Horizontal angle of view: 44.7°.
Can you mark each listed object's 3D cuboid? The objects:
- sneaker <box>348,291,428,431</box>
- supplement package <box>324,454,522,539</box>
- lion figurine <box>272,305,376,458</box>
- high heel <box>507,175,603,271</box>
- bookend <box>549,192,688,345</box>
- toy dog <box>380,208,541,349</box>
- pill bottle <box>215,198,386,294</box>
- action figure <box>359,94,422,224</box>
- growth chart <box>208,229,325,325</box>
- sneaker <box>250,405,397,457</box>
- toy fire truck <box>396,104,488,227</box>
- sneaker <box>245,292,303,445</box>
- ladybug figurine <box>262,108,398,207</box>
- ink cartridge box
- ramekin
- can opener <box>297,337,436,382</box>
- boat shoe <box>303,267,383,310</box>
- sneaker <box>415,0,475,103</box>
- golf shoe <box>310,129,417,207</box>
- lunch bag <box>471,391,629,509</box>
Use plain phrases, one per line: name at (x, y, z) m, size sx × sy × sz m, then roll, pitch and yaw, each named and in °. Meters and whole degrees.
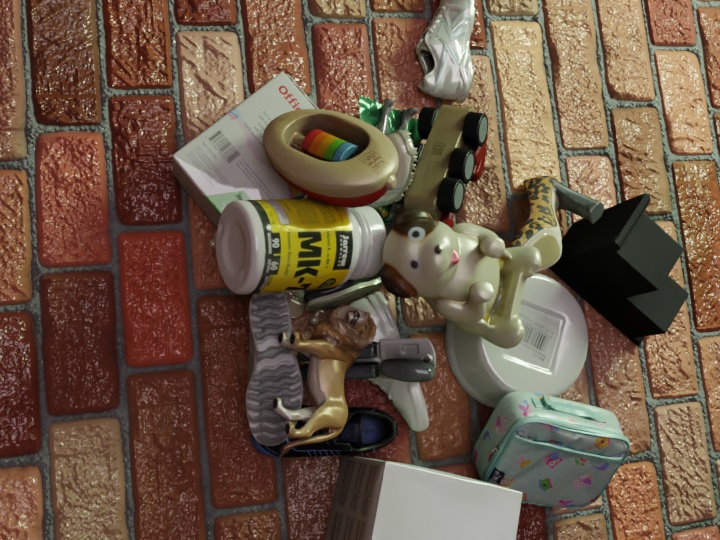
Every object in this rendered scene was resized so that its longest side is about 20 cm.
sneaker at (0.028, 0.138, 1.222) m, size 0.087 × 0.075 × 0.202 m, roll -22°, pitch 82°, yaw -6°
supplement package at (0.073, 0.331, 1.127) m, size 0.188 × 0.200 × 0.149 m, roll 15°, pitch 77°, yaw -14°
lion figurine at (-0.043, 0.139, 1.103) m, size 0.121 × 0.072 × 0.203 m, roll 14°, pitch 75°, yaw -29°
high heel at (0.239, -0.067, 1.283) m, size 0.199 × 0.142 × 0.072 m, roll -33°, pitch 130°, yaw -22°
bookend at (0.409, 0.005, 1.278) m, size 0.198 × 0.200 × 0.093 m, roll 40°, pitch 73°, yaw -6°
toy dog at (0.114, -0.006, 1.137) m, size 0.199 × 0.193 × 0.141 m, roll 25°, pitch 86°, yaw -44°
pill bottle at (-0.072, -0.033, 1.107) m, size 0.198 × 0.114 × 0.116 m, roll -4°, pitch 82°, yaw -34°
action figure at (0.035, -0.144, 1.272) m, size 0.116 × 0.055 × 0.203 m, roll 14°, pitch 81°, yaw -16°
growth chart at (-0.112, -0.027, 1.226) m, size 0.199 × 0.018 × 0.146 m, roll 35°, pitch 74°, yaw -8°
sneaker at (-0.046, 0.214, 1.174) m, size 0.197 × 0.078 × 0.071 m, roll -4°, pitch 83°, yaw -17°
toy fire truck at (0.146, -0.113, 1.275) m, size 0.127 × 0.201 × 0.178 m, roll 11°, pitch 63°, yaw 24°
sneaker at (-0.113, 0.128, 1.158) m, size 0.073 × 0.082 × 0.204 m, roll 1°, pitch 81°, yaw -5°
ladybug figurine at (-0.036, -0.136, 1.096) m, size 0.199 × 0.073 × 0.135 m, roll 31°, pitch 53°, yaw 31°
ink cartridge box at (-0.135, -0.148, 1.188) m, size 0.200 × 0.088 × 0.146 m, roll -41°, pitch 89°, yaw -16°
ramekin at (0.231, 0.098, 1.264) m, size 0.197 × 0.098 × 0.204 m, roll 3°, pitch 80°, yaw -16°
can opener at (0.006, 0.120, 1.167) m, size 0.197 × 0.066 × 0.054 m, roll -3°, pitch 91°, yaw 21°
boat shoe at (0.000, 0.000, 1.228) m, size 0.198 × 0.072 × 0.068 m, roll -25°, pitch 82°, yaw -25°
sneaker at (0.128, -0.357, 1.323) m, size 0.079 × 0.070 × 0.204 m, roll 4°, pitch 81°, yaw -13°
golf shoe at (-0.005, -0.114, 1.172) m, size 0.096 × 0.200 × 0.079 m, roll -3°, pitch 60°, yaw -41°
lunch bag at (0.262, 0.250, 1.215) m, size 0.197 × 0.162 × 0.078 m, roll 12°, pitch 34°, yaw -17°
